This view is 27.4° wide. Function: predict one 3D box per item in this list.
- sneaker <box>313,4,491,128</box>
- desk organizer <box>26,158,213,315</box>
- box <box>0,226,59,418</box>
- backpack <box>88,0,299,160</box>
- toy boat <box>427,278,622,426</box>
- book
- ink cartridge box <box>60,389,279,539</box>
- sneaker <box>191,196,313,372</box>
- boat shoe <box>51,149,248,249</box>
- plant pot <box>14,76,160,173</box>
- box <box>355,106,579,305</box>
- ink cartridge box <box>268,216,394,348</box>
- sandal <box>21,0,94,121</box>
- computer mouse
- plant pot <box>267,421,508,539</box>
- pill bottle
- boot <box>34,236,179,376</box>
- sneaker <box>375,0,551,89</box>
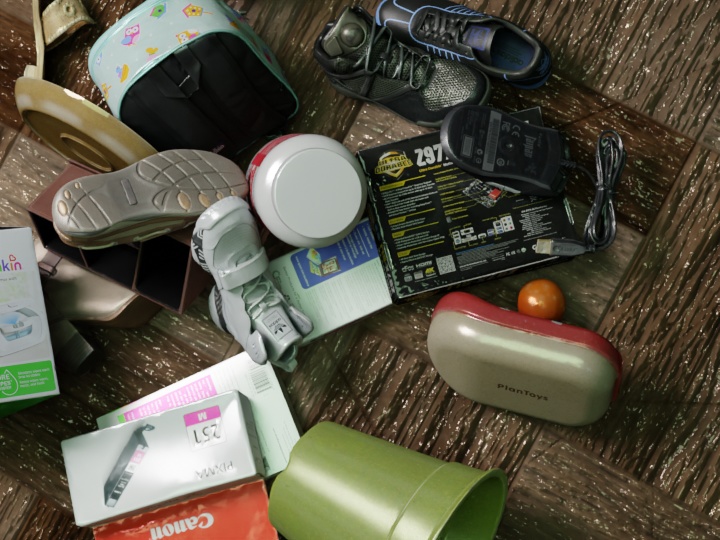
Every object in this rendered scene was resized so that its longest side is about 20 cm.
[{"bbox_3d":[0.033,-0.207,1.506,0.199,0.114,0.076,22,82,29],"label":"sneaker"},{"bbox_3d":[-0.245,-0.036,1.545,0.199,0.072,0.077,24,58,26],"label":"desk organizer"},{"bbox_3d":[-0.405,0.064,1.535,0.096,0.200,0.177,-6,80,-33],"label":"box"},{"bbox_3d":[-0.180,-0.202,1.525,0.175,0.200,0.154,-33,66,7],"label":"backpack"},{"bbox_3d":[0.171,0.065,1.495,0.199,0.131,0.131,14,57,10],"label":"toy boat"},{"bbox_3d":[-0.167,0.178,1.568,0.199,0.048,0.134,-24,79,6],"label":"book"},{"bbox_3d":[-0.195,0.234,1.519,0.199,0.044,0.174,-17,73,7],"label":"ink cartridge box"},{"bbox_3d":[-0.104,0.018,1.482,0.075,0.200,0.115,-33,57,-22],"label":"sneaker"},{"bbox_3d":[-0.210,-0.068,1.469,0.199,0.072,0.076,-10,68,-20],"label":"boat shoe"},{"bbox_3d":[-0.278,-0.130,1.534,0.199,0.200,0.028,29,76,11],"label":"plant pot"},{"bbox_3d":[0.109,-0.066,1.514,0.199,0.049,0.160,-15,79,-7],"label":"box"},{"bbox_3d":[0.000,0.000,1.559,0.199,0.037,0.095,-25,82,9],"label":"ink cartridge box"},{"bbox_3d":[-0.330,-0.267,1.632,0.069,0.078,0.213,5,92,-10],"label":"sandal"},{"bbox_3d":[0.166,-0.083,1.477,0.199,0.046,0.141,9,74,-14],"label":"computer mouse"},{"bbox_3d":[0.017,0.245,1.473,0.189,0.200,0.201,26,90,24],"label":"plant pot"},{"bbox_3d":[-0.054,-0.081,1.481,0.112,0.200,0.113,-1,95,-8],"label":"pill bottle"},{"bbox_3d":[-0.295,0.012,1.597,0.200,0.070,0.146,-42,68,-8],"label":"boot"},{"bbox_3d":[0.106,-0.247,1.541,0.199,0.078,0.070,19,88,10],"label":"sneaker"}]
